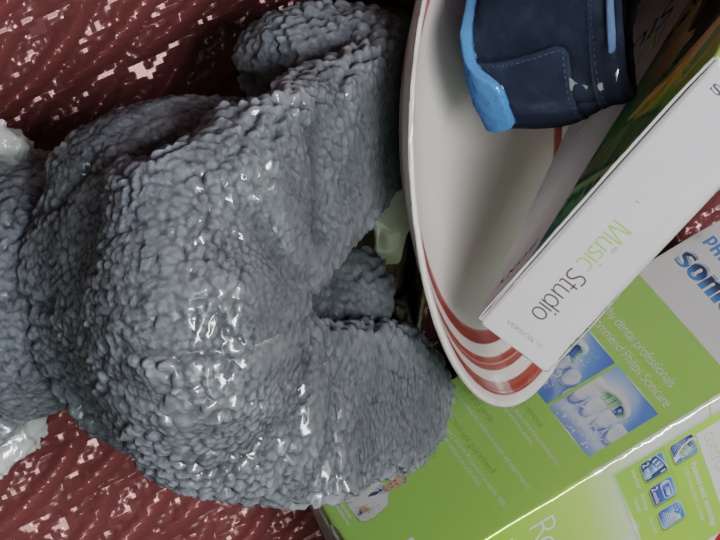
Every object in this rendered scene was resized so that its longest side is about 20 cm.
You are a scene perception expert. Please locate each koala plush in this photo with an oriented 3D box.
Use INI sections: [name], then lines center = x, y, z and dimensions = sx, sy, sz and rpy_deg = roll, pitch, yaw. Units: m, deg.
[koala plush]
center = -0.092, 0.003, 0.958
dimensions = 0.199, 0.184, 0.179
rpy_deg = 2, 104, 25

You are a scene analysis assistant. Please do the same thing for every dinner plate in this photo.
[dinner plate]
center = 0.049, -0.051, 0.996
dimensions = 0.024, 0.200, 0.202
rpy_deg = 0, 114, 23

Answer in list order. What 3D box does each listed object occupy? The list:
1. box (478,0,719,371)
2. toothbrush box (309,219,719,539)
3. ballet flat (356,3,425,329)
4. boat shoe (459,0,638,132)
[box]
center = 0.117, -0.071, 0.967
dimensions = 0.036, 0.200, 0.144
rpy_deg = 35, 129, -6
[toothbrush box]
center = 0.096, 0.098, 1.082
dimensions = 0.199, 0.086, 0.146
rpy_deg = -31, 133, -9
[ballet flat]
center = 0.000, 0.000, 1.046
dimensions = 0.070, 0.071, 0.202
rpy_deg = 3, 107, -20
[boat shoe]
center = 0.094, -0.125, 0.982
dimensions = 0.084, 0.068, 0.201
rpy_deg = 59, 39, -50
